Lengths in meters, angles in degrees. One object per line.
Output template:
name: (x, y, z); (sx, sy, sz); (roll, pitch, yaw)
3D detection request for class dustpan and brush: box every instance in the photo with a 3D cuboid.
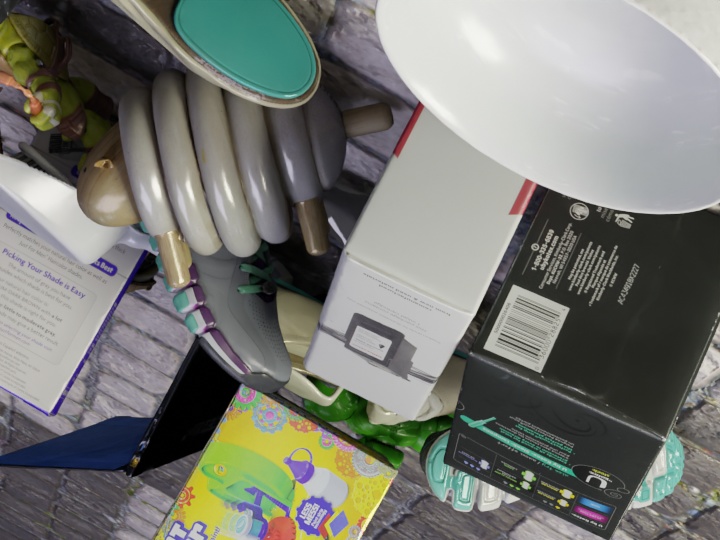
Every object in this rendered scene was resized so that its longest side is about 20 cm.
dustpan and brush: (-0.180, -0.034, 1.353); (0.200, 0.057, 0.140); (40, 171, -11)

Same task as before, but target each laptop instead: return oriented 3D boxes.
laptop: (-0.152, 0.082, 1.509); (0.116, 0.200, 0.187); (36, -159, 17)

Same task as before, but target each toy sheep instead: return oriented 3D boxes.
toy sheep: (-0.077, -0.069, 1.229); (0.200, 0.138, 0.138); (-14, 152, -2)

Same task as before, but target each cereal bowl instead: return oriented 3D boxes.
cereal bowl: (0.111, -0.117, 0.969); (0.200, 0.083, 0.200); (24, 157, 11)

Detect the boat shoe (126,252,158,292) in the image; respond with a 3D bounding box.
boat shoe: (-0.188, -0.010, 1.576); (0.066, 0.074, 0.200); (13, 165, -5)

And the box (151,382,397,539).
box: (-0.078, 0.190, 1.390); (0.122, 0.200, 0.193); (30, 178, 0)

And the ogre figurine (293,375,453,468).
ogre figurine: (0.039, 0.101, 1.522); (0.200, 0.098, 0.120); (1, 164, -32)

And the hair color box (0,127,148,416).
hair color box: (-0.217, -0.009, 1.437); (0.109, 0.200, 0.065); (30, 174, -2)

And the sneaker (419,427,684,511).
sneaker: (0.133, 0.131, 1.446); (0.200, 0.078, 0.091); (3, -179, -16)

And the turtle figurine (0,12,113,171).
turtle figurine: (-0.221, -0.140, 1.338); (0.200, 0.064, 0.161); (42, 176, 43)

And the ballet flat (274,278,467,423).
ballet flat: (-0.001, 0.071, 1.390); (0.200, 0.070, 0.069); (22, 159, -10)

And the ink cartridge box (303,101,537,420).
ink cartridge box: (0.040, -0.015, 1.194); (0.083, 0.145, 0.200); (25, 158, 2)

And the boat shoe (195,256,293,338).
boat shoe: (-0.102, 0.010, 1.543); (0.072, 0.070, 0.201); (52, 162, 3)

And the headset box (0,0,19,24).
headset box: (-0.296, -0.247, 1.164); (0.174, 0.093, 0.200); (12, 152, 35)

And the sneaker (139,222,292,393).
sneaker: (-0.086, -0.021, 1.305); (0.200, 0.087, 0.074); (59, -159, 10)

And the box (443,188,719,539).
box: (0.139, 0.051, 1.214); (0.124, 0.149, 0.200); (24, 158, 9)

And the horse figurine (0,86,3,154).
horse figurine: (-0.272, -0.057, 1.528); (0.200, 0.050, 0.133); (91, 158, -64)

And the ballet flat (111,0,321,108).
ballet flat: (-0.110, -0.162, 1.169); (0.200, 0.070, 0.069); (39, 157, -8)

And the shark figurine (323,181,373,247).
shark figurine: (-0.011, -0.013, 1.345); (0.214, 0.090, 0.128); (30, 157, -9)
